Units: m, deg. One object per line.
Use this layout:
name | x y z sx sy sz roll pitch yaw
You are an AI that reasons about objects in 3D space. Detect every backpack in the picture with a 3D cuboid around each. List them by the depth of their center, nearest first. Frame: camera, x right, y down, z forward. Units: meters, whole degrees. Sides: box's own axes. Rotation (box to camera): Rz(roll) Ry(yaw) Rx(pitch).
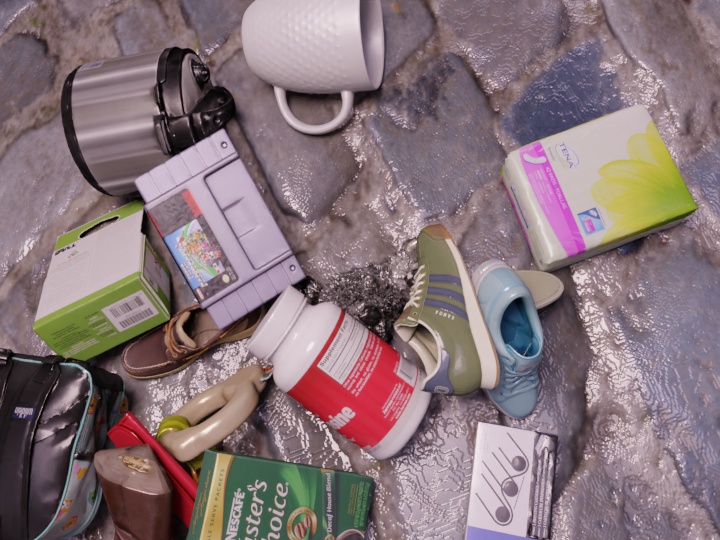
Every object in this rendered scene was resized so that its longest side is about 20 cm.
backpack | -0.373 0.210 0.724 0.171 0.154 0.205 5 69 8

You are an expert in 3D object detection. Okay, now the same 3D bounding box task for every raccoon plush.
raccoon plush | 0.000 0.000 0.778 0.197 0.097 0.135 29 71 14

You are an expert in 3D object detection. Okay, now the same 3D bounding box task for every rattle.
rattle | -0.132 0.187 0.753 0.199 0.130 0.144 -35 90 -36

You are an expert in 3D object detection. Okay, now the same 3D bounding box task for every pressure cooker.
pressure cooker | -0.261 -0.195 0.817 0.195 0.179 0.180 -9 70 5

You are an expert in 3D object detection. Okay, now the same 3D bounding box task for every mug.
mug | -0.064 -0.290 0.851 0.171 0.148 0.206 0 103 15

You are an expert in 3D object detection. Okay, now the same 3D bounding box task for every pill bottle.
pill bottle | -0.025 0.110 0.701 0.198 0.112 0.113 37 80 -7

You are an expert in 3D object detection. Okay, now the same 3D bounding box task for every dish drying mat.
dish drying mat | -0.203 0.244 0.688 0.201 0.077 0.018 49 44 -4

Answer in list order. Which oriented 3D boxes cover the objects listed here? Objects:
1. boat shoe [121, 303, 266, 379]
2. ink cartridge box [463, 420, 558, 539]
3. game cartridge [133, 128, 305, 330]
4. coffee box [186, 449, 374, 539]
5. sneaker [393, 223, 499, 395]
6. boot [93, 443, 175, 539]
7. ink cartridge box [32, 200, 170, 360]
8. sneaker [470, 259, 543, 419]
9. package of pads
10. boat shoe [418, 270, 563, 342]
boat shoe | -0.218 0.076 0.787 0.195 0.072 0.074 -20 72 1
ink cartridge box | 0.164 0.280 0.696 0.091 0.044 0.205 7 75 11
game cartridge | -0.166 -0.047 0.741 0.128 0.038 0.203 -31 95 -12
coffee box | -0.084 0.270 0.672 0.196 0.044 0.126 20 73 -28
sneaker | 0.076 0.040 0.676 0.088 0.068 0.204 -10 60 -11
boot | -0.201 0.287 0.667 0.182 0.064 0.204 16 119 13
ink cartridge box | -0.332 0.006 0.827 0.145 0.077 0.202 -25 38 2
sneaker | 0.165 0.094 0.680 0.072 0.082 0.204 -21 116 -3
package of pads | 0.289 -0.104 0.781 0.195 0.068 0.158 -19 74 0
boat shoe | 0.153 0.061 0.750 0.195 0.067 0.075 -22 38 -15
